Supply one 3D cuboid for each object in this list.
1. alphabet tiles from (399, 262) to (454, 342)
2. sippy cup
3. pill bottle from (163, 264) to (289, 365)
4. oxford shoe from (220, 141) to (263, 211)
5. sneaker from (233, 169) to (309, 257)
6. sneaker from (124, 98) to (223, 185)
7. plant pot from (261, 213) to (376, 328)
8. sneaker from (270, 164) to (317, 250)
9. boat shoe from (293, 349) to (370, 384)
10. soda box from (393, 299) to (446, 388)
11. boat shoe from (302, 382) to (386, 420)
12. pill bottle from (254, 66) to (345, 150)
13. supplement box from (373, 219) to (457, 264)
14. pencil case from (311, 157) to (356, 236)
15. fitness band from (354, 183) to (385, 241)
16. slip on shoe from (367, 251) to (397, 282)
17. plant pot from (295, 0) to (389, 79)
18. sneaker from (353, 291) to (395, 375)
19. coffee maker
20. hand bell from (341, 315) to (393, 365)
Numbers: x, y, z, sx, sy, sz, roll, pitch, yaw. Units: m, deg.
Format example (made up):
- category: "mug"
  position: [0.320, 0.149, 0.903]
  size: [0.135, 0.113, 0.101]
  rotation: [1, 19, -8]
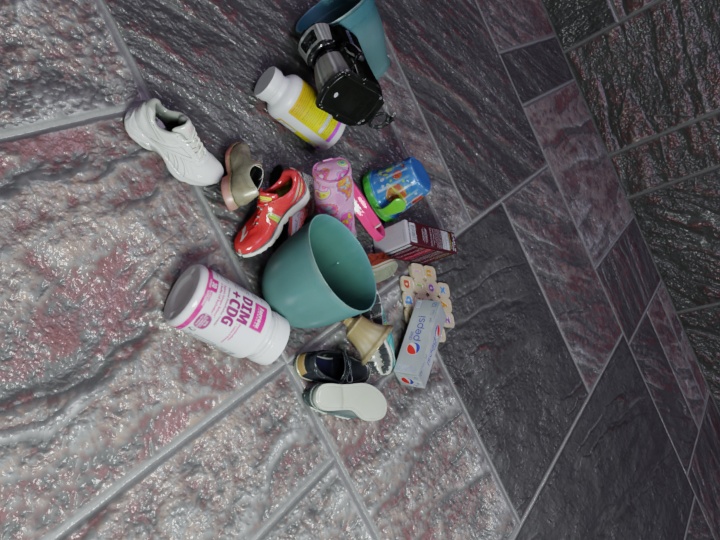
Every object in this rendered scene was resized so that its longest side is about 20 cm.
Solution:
- category: "alphabet tiles"
  position: [0.169, 0.083, 1.593]
  size: [0.195, 0.015, 0.202]
  rotation: [9, 68, -45]
- category: "sippy cup"
  position: [0.095, -0.205, 1.521]
  size: [0.139, 0.130, 0.179]
  rotation: [21, 48, -54]
- category: "pill bottle"
  position: [-0.227, 0.083, 1.092]
  size: [0.200, 0.113, 0.114]
  rotation: [34, 52, -34]
- category: "oxford shoe"
  position: [-0.218, -0.188, 1.206]
  size: [0.201, 0.073, 0.071]
  rotation: [-98, 169, -46]
- category: "sneaker"
  position: [-0.182, -0.116, 1.205]
  size: [0.200, 0.077, 0.085]
  rotation: [-53, 148, -18]
- category: "sneaker"
  position: [-0.321, -0.228, 1.128]
  size: [0.200, 0.099, 0.078]
  rotation: [36, 51, -32]
- category: "plant pot"
  position: [-0.091, 0.018, 1.200]
  size: [0.200, 0.160, 0.202]
  rotation: [40, 34, -35]
- category: "sneaker"
  position: [-0.129, -0.120, 1.316]
  size: [0.107, 0.067, 0.203]
  rotation: [13, 63, -41]
- category: "boat shoe"
  position: [-0.045, 0.201, 1.282]
  size: [0.199, 0.062, 0.075]
  rotation: [18, 60, -43]
- category: "soda box"
  position: [0.141, 0.169, 1.462]
  size: [0.068, 0.063, 0.201]
  rotation: [61, 42, -48]
- category: "boat shoe"
  position: [-0.030, 0.264, 1.270]
  size: [0.199, 0.062, 0.073]
  rotation: [19, 67, -40]
- category: "pill bottle"
  position: [-0.133, -0.358, 1.378]
  size: [0.199, 0.104, 0.105]
  rotation: [32, 53, -35]
- category: "supplement box"
  position: [0.137, -0.067, 1.548]
  size: [0.199, 0.108, 0.061]
  rotation: [10, 67, -45]
- category: "pencil case"
  position: [-0.053, -0.140, 1.317]
  size: [0.201, 0.087, 0.088]
  rotation: [84, 21, -49]
- category: "fitness band"
  position: [-0.002, -0.156, 1.434]
  size: [0.201, 0.037, 0.144]
  rotation: [55, 8, -19]
- category: "slip on shoe"
  position: [0.000, 0.000, 1.417]
  size: [0.199, 0.074, 0.061]
  rotation: [-18, 53, -43]
- category: "plant pot"
  position: [-0.025, -0.554, 1.521]
  size: [0.188, 0.199, 0.201]
  rotation: [55, 41, -37]
- category: "sneaker"
  position: [0.033, 0.133, 1.401]
  size: [0.080, 0.077, 0.202]
  rotation: [-5, 82, -67]
- category: "coffee maker"
  position: [-0.037, -0.421, 1.375]
  size: [0.192, 0.134, 0.201]
  rotation: [47, 20, -53]
- category: "hand bell"
  position: [-0.040, 0.095, 1.305]
  size: [0.200, 0.104, 0.104]
  rotation: [38, 45, 2]
